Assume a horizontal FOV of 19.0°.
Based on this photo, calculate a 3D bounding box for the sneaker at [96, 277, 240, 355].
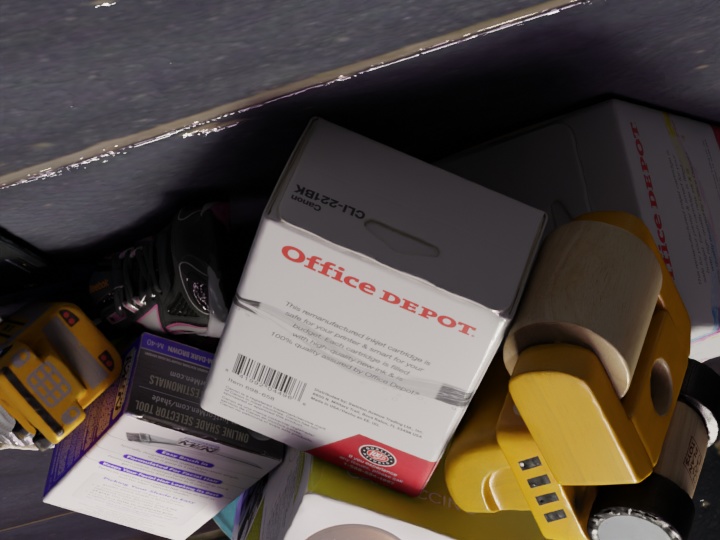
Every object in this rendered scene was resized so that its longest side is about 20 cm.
[{"bbox_3d":[-0.103,0.059,1.513,0.200,0.074,0.081,-11,151,23],"label":"sneaker"}]

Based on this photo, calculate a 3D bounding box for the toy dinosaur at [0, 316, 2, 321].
[{"bbox_3d":[-0.342,0.078,1.546,0.200,0.048,0.088,-16,163,1],"label":"toy dinosaur"}]

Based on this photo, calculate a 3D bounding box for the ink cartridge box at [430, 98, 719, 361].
[{"bbox_3d":[0.156,-0.011,1.364,0.145,0.145,0.200,-18,167,29],"label":"ink cartridge box"}]

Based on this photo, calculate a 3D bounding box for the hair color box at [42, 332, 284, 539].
[{"bbox_3d":[-0.132,0.115,1.442,0.109,0.065,0.200,18,153,-17],"label":"hair color box"}]

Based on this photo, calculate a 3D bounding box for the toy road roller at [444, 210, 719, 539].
[{"bbox_3d":[0.110,0.072,1.210,0.146,0.123,0.200,-3,133,29],"label":"toy road roller"}]

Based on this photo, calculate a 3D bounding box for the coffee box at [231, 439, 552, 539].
[{"bbox_3d":[0.032,0.177,1.395,0.200,0.200,0.198,19,123,-8],"label":"coffee box"}]

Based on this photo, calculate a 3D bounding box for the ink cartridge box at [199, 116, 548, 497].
[{"bbox_3d":[0.004,0.024,1.221,0.144,0.084,0.200,23,143,0],"label":"ink cartridge box"}]

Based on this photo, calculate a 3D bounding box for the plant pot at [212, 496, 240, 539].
[{"bbox_3d":[0.000,0.099,1.573,0.200,0.200,0.188,-1,159,-45],"label":"plant pot"}]

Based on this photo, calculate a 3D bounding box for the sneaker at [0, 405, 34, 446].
[{"bbox_3d":[-0.269,0.081,1.597,0.075,0.082,0.200,45,148,-22],"label":"sneaker"}]

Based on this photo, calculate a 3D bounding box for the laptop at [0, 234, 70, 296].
[{"bbox_3d":[-0.288,0.056,1.324,0.200,0.103,0.177,-13,170,6],"label":"laptop"}]

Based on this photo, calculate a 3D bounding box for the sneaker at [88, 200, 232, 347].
[{"bbox_3d":[-0.128,0.012,1.360,0.086,0.080,0.200,0,162,-10],"label":"sneaker"}]

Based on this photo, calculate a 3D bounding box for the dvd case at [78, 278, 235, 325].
[{"bbox_3d":[-0.129,0.032,1.612,0.200,0.018,0.143,-7,169,-25],"label":"dvd case"}]

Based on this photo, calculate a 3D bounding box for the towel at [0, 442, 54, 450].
[{"bbox_3d":[-0.262,0.126,1.768,0.132,0.035,0.200,0,180,-20],"label":"towel"}]

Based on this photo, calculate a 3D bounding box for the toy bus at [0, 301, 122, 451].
[{"bbox_3d":[-0.208,0.064,1.401,0.078,0.065,0.200,-41,-170,-13],"label":"toy bus"}]
